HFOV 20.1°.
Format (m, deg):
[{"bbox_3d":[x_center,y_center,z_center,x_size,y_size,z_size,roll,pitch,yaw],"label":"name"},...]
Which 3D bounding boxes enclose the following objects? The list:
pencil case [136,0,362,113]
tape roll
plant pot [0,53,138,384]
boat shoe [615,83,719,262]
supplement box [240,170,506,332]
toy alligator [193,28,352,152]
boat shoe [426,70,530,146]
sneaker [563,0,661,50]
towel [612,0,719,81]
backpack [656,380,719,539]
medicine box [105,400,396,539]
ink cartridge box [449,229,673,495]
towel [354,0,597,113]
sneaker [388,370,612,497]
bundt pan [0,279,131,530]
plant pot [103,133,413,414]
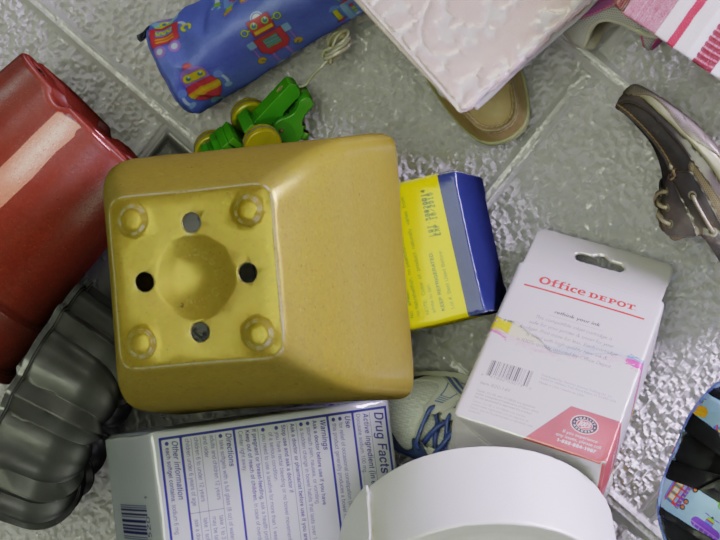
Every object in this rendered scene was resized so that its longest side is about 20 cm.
[{"bbox_3d":[-0.073,-0.202,1.582,0.199,0.087,0.078,-30,121,13],"label":"pencil case"},{"bbox_3d":[0.083,0.215,1.428,0.202,0.203,0.071,-18,42,14],"label":"tape roll"},{"bbox_3d":[-0.276,-0.050,1.585,0.195,0.201,0.201,-45,80,2],"label":"plant pot"},{"bbox_3d":[0.251,-0.051,1.501,0.073,0.074,0.200,-43,79,10],"label":"boat shoe"},{"bbox_3d":[0.000,0.000,1.546,0.199,0.109,0.109,-13,87,13],"label":"supplement box"},{"bbox_3d":[-0.069,-0.108,1.596,0.200,0.059,0.054,-39,123,9],"label":"toy alligator"},{"bbox_3d":[0.068,-0.190,1.552,0.073,0.063,0.201,-22,85,14],"label":"boat shoe"},{"bbox_3d":[0.233,-0.211,1.507,0.199,0.081,0.089,-8,89,22],"label":"sneaker"},{"bbox_3d":[0.287,-0.202,1.449,0.144,0.200,0.023,-54,35,11],"label":"towel"},{"bbox_3d":[0.320,0.164,1.451,0.199,0.135,0.183,22,96,13],"label":"backpack"},{"bbox_3d":[-0.073,0.199,1.519,0.199,0.103,0.183,-6,88,-27],"label":"medicine box"},{"bbox_3d":[0.151,0.069,1.498,0.116,0.068,0.200,17,50,13],"label":"ink cartridge box"},{"bbox_3d":[0.088,-0.243,1.485,0.200,0.032,0.191,-41,76,3],"label":"towel"},{"bbox_3d":[0.093,0.127,1.534,0.199,0.088,0.076,16,96,15],"label":"sneaker"},{"bbox_3d":[-0.226,0.114,1.566,0.076,0.202,0.202,28,97,2],"label":"bundt pan"},{"bbox_3d":[-0.086,0.004,1.409,0.195,0.200,0.195,-5,89,15],"label":"plant pot"}]
